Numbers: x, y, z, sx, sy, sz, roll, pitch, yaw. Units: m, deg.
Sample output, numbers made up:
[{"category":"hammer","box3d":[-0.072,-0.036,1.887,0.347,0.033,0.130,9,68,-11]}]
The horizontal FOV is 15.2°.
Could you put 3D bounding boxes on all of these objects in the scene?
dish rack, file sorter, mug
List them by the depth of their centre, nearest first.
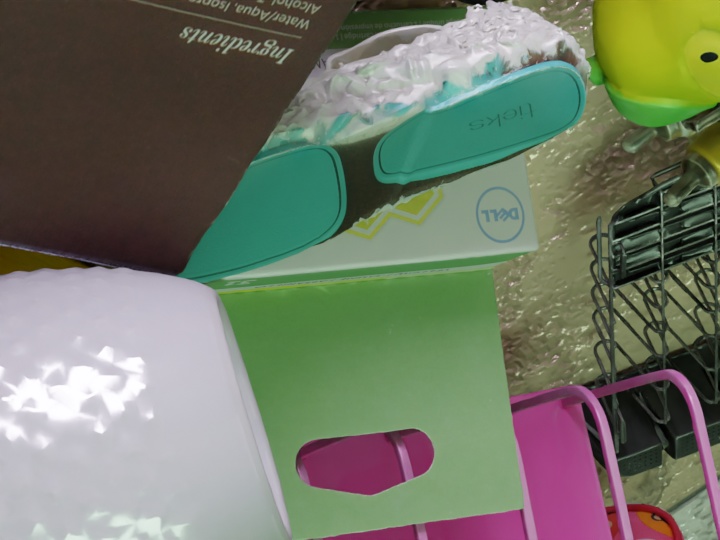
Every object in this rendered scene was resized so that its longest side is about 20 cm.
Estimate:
[{"category":"mug","box3d":[-0.118,0.073,0.915,0.174,0.149,0.200,-17,-179,0]},{"category":"file sorter","box3d":[0.046,0.124,1.160,0.199,0.140,0.125,-9,172,-25]},{"category":"dish rack","box3d":[0.170,0.007,1.273,0.153,0.055,0.201,-20,138,-13]}]

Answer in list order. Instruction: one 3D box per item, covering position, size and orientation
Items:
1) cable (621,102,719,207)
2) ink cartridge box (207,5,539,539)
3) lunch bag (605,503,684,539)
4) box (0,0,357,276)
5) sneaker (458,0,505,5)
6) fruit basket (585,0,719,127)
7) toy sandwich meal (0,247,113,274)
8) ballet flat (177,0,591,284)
[{"category":"cable","box3d":[0.195,-0.112,1.183,0.199,0.050,0.098,-30,109,-21]},{"category":"ink cartridge box","box3d":[0.000,0.000,1.065,0.145,0.201,0.048,-5,171,-27]},{"category":"lunch bag","box3d":[0.075,0.192,1.321,0.199,0.177,0.082,-14,136,13]},{"category":"box","box3d":[-0.102,-0.134,0.874,0.164,0.166,0.200,10,126,-39]},{"category":"sneaker","box3d":[0.064,-0.177,1.007,0.099,0.071,0.200,16,129,-43]},{"category":"fruit basket","box3d":[0.185,-0.131,1.059,0.215,0.155,0.217,-18,121,-33]},{"category":"toy sandwich meal","box3d":[-0.158,0.057,1.034,0.204,0.070,0.206,-11,112,-30]},{"category":"ballet flat","box3d":[-0.010,-0.051,1.009,0.199,0.072,0.072,-19,140,-17]}]
